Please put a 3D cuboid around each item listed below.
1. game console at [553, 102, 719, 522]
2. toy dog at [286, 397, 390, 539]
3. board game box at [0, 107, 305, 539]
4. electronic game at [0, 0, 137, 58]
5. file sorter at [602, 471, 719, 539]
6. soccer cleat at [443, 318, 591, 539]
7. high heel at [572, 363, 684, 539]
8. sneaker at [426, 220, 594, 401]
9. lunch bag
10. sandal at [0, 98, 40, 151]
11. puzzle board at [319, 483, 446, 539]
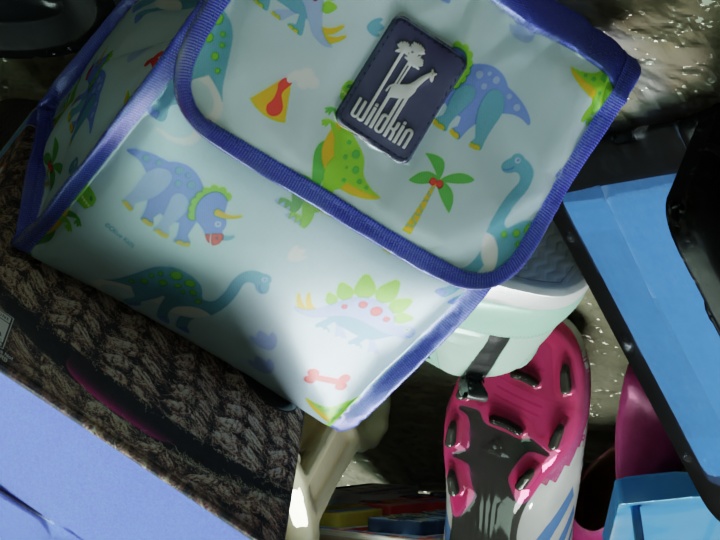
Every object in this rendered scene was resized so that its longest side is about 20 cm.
[{"bbox_3d":[0.144,0.046,1.108,0.116,0.176,0.201,-24,105,23],"label":"game console"},{"bbox_3d":[-0.113,0.063,1.400,0.199,0.140,0.194,7,145,26],"label":"toy dog"},{"bbox_3d":[-0.112,0.051,1.112,0.159,0.200,0.097,35,115,-14],"label":"board game box"},{"bbox_3d":[-0.176,-0.139,1.113,0.199,0.042,0.200,10,162,3],"label":"electronic game"},{"bbox_3d":[0.223,0.161,1.290,0.199,0.123,0.139,-5,163,1],"label":"file sorter"},{"bbox_3d":[0.079,0.104,1.374,0.070,0.201,0.086,18,-157,18],"label":"soccer cleat"},{"bbox_3d":[0.127,0.093,1.383,0.096,0.068,0.200,23,144,-20],"label":"high heel"},{"bbox_3d":[0.000,0.000,1.248,0.199,0.074,0.118,16,150,-2],"label":"sneaker"},{"bbox_3d":[-0.014,-0.057,1.067,0.170,0.128,0.200,31,121,-22],"label":"lunch bag"},{"bbox_3d":[-0.091,-0.033,1.250,0.199,0.082,0.055,24,135,-20],"label":"sandal"},{"bbox_3d":[0.025,0.134,1.499,0.150,0.017,0.200,4,-179,34],"label":"puzzle board"}]
